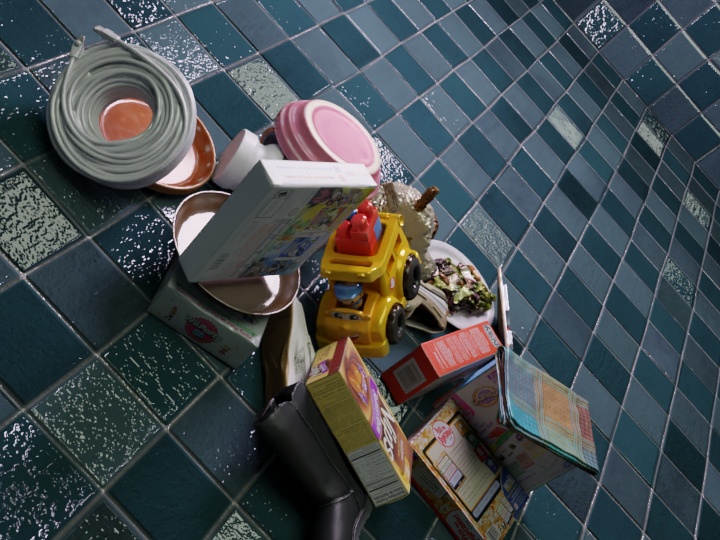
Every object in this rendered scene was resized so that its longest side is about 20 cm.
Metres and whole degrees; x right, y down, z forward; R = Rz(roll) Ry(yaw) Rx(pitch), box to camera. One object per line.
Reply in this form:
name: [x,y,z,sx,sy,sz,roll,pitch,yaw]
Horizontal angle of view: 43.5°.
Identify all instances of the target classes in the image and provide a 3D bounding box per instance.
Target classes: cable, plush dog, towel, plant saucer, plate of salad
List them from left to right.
cable: [-0.324,-0.209,1.228,0.200,0.069,0.200,25,77,0]
plant saucer: [-0.308,-0.195,1.340,0.200,0.032,0.201,27,42,-27]
plant saucer: [-0.172,-0.019,1.223,0.200,0.032,0.201,28,41,-27]
plant saucer: [-0.041,-0.196,1.419,0.200,0.051,0.201,31,35,-25]
plush dog: [0.070,-0.103,1.573,0.200,0.161,0.172,32,16,-14]
plate of salad: [0.179,0.023,1.650,0.200,0.048,0.200,28,42,-28]
towel: [0.281,0.209,1.355,0.200,0.022,0.147,31,39,-25]

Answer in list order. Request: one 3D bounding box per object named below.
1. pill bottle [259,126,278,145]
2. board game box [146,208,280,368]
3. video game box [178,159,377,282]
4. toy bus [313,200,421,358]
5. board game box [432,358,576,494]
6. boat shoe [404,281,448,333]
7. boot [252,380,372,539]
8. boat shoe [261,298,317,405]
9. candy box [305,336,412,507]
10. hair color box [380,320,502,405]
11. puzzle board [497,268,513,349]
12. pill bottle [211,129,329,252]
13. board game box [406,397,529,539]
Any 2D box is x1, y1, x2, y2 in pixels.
pill bottle: [-0.078,-0.203,1.529,0.200,0.106,0.106,-5,62,-48]
board game box: [-0.189,0.014,1.253,0.147,0.064,0.200,37,36,-16]
video game box: [-0.104,-0.061,1.137,0.182,0.200,0.047,-2,57,-47]
toy bus: [0.000,0.000,1.320,0.192,0.135,0.200,74,30,-50]
board game box: [0.232,0.248,1.416,0.200,0.153,0.040,52,35,2]
boat shoe: [0.070,0.048,1.489,0.200,0.075,0.069,20,44,-32]
boot: [-0.068,0.259,1.116,0.200,0.066,0.165,64,22,-15]
boat shoe: [-0.092,0.129,1.253,0.069,0.071,0.200,22,54,-34]
candy box: [0.003,0.203,1.223,0.200,0.056,0.117,63,13,-15]
hair color box: [0.134,0.146,1.447,0.200,0.101,0.061,-11,67,-52]
puzzle board: [0.255,0.119,1.585,0.017,0.151,0.200,-3,46,5]
pill bottle: [-0.123,-0.124,1.402,0.200,0.116,0.116,33,39,-21]
board game box: [0.155,0.312,1.366,0.200,0.046,0.151,52,36,4]
